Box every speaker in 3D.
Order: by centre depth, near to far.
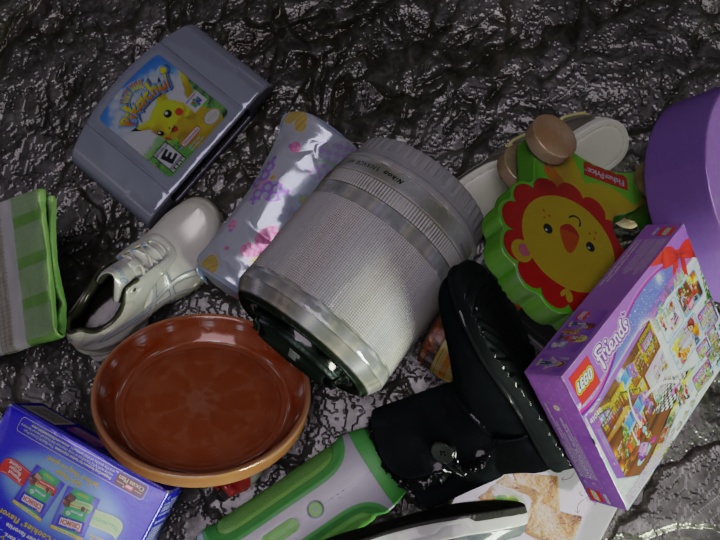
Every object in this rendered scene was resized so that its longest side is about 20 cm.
[{"bbox_3d":[-0.059,0.233,0.757,0.200,0.088,0.089,-33,80,-4],"label":"speaker"}]

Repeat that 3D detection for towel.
[{"bbox_3d":[-0.367,0.014,0.799,0.199,0.031,0.150,-13,81,27],"label":"towel"}]

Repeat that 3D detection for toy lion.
[{"bbox_3d":[0.200,-0.030,0.722,0.199,0.069,0.192,15,59,-20],"label":"toy lion"}]

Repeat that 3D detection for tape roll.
[{"bbox_3d":[0.355,-0.072,0.754,0.200,0.066,0.201,7,76,-32],"label":"tape roll"}]

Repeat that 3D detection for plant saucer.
[{"bbox_3d":[-0.147,0.119,0.758,0.200,0.032,0.201,5,39,-4],"label":"plant saucer"}]

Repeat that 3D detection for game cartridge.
[{"bbox_3d":[-0.206,-0.160,0.861,0.133,0.040,0.200,38,83,12],"label":"game cartridge"}]

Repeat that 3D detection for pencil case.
[{"bbox_3d":[-0.082,-0.061,0.811,0.091,0.083,0.200,31,83,-11],"label":"pencil case"}]

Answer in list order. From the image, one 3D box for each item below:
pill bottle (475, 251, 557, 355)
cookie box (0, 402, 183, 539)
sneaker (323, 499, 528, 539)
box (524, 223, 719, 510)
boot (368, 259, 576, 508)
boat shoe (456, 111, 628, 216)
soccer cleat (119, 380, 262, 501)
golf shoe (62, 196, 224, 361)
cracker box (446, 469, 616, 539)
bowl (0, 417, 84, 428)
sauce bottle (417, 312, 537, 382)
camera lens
[{"bbox_3d":[0.196,0.046,0.770,0.200,0.106,0.106,40,84,8],"label":"pill bottle"},{"bbox_3d":[-0.284,0.247,0.729,0.171,0.075,0.200,27,82,6],"label":"cookie box"},{"bbox_3d":[0.059,0.275,0.692,0.199,0.084,0.121,-13,83,-4],"label":"sneaker"},{"bbox_3d":[0.227,0.073,0.662,0.200,0.039,0.137,-42,114,-30],"label":"box"},{"bbox_3d":[0.070,0.106,0.685,0.168,0.076,0.200,-24,105,31],"label":"boot"},{"bbox_3d":[0.168,-0.101,0.822,0.201,0.060,0.072,-25,117,0],"label":"boat shoe"},{"bbox_3d":[-0.173,0.148,0.792,0.200,0.069,0.085,23,40,23],"label":"soccer cleat"},{"bbox_3d":[-0.212,0.004,0.800,0.078,0.097,0.200,37,82,9],"label":"golf shoe"},{"bbox_3d":[0.151,0.236,0.761,0.134,0.058,0.200,28,82,10],"label":"cracker box"},{"bbox_3d":[-0.322,0.241,0.790,0.200,0.039,0.201,0,80,3],"label":"bowl"},{"bbox_3d":[0.149,0.105,0.728,0.200,0.066,0.066,28,82,15],"label":"sauce bottle"},{"bbox_3d":[0.000,0.000,0.738,0.160,0.160,0.200,37,74,8],"label":"camera lens"}]
